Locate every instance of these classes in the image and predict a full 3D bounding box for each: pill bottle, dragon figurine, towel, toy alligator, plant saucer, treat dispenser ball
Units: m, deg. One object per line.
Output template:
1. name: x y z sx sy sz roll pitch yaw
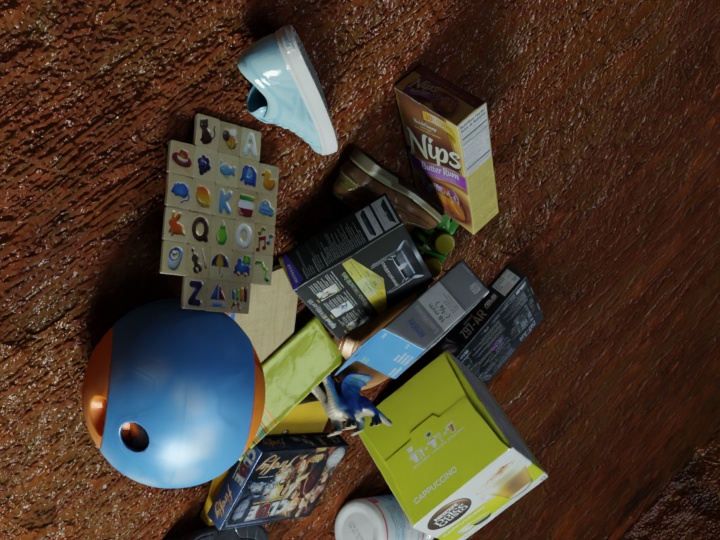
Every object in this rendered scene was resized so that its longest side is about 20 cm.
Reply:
1. pill bottle: 0.051 0.450 1.767 0.198 0.108 0.110 10 113 -54
2. dragon figurine: -0.014 0.182 1.451 0.058 0.101 0.198 -28 158 37
3. towel: -0.110 0.157 1.341 0.200 0.018 0.087 -42 124 -14
4. toy alligator: 0.109 -0.059 1.436 0.053 0.059 0.203 22 106 -13
5. plant saucer: 0.038 0.095 1.503 0.199 0.032 0.203 -32 141 -30
6. treat dispenser ball: -0.201 0.133 1.098 0.199 0.200 0.204 -30 140 -29

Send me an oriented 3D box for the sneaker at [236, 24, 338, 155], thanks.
1. sneaker: -0.081 -0.186 1.094 0.080 0.075 0.201 -19 149 4

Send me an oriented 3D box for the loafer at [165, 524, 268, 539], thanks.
1. loafer: -0.209 0.396 1.466 0.199 0.062 0.074 17 77 -59

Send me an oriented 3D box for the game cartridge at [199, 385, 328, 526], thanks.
1. game cartridge: -0.133 0.267 1.456 0.174 0.032 0.203 -4 125 -49

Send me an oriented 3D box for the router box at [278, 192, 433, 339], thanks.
1. router box: 0.000 0.000 1.287 0.155 0.053 0.200 -31 154 2

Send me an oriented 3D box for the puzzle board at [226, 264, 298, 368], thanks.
1. puzzle board: -0.146 0.088 1.291 0.149 0.017 0.203 -22 135 -36

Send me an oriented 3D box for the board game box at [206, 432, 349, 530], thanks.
1. board game box: -0.115 0.300 1.450 0.198 0.034 0.137 8 115 -53

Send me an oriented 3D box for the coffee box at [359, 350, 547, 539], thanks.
1. coffee box: 0.146 0.289 1.619 0.199 0.201 0.198 -39 146 7

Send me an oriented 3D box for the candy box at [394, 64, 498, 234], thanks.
1. candy box: 0.113 -0.153 1.297 0.056 0.116 0.202 -38 143 -19

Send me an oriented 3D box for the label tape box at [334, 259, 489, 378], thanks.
1. label tape box: 0.070 0.088 1.381 0.199 0.063 0.144 -39 173 -25

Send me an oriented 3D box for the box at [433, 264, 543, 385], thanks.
1. box: 0.223 0.109 1.726 0.200 0.043 0.161 -48 146 -7

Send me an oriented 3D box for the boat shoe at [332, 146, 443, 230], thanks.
1. boat shoe: 0.033 -0.092 1.306 0.068 0.072 0.199 -52 137 8

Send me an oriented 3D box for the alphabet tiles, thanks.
1. alphabet tiles: -0.148 -0.058 1.080 0.165 0.006 0.205 8 85 -52
